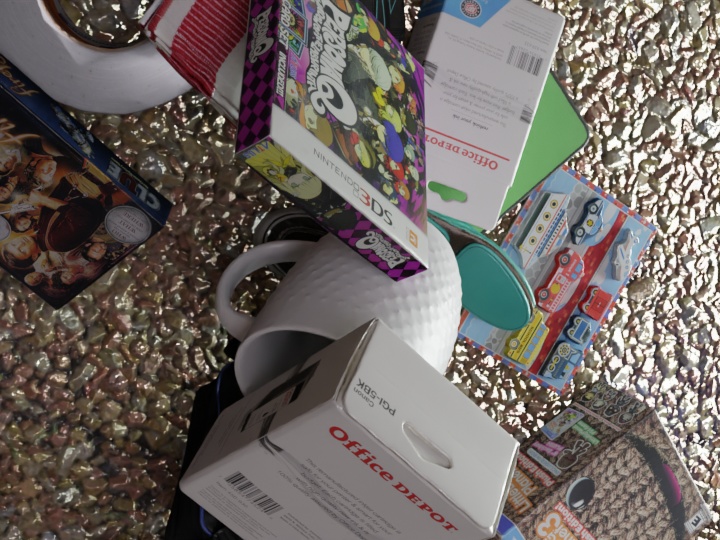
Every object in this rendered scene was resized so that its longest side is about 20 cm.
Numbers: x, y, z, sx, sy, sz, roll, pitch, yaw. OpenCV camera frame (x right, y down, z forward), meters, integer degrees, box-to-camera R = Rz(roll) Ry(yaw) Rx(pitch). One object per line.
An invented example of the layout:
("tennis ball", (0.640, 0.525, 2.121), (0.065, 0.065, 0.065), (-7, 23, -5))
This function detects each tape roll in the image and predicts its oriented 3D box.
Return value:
("tape roll", (-0.188, -0.222, 0.838), (0.200, 0.066, 0.201), (-2, 105, -6))

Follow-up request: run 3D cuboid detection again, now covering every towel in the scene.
("towel", (-0.062, -0.173, 0.840), (0.200, 0.023, 0.144), (44, 72, -43))

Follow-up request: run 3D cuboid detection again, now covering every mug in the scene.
("mug", (-0.019, 0.032, 0.878), (0.148, 0.200, 0.175), (90, 22, -44))

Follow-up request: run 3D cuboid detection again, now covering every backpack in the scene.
("backpack", (-0.063, 0.189, 0.945), (0.190, 0.154, 0.200), (21, 57, -20))

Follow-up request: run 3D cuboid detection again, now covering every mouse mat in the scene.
("mouse mat", (0.108, -0.125, 1.034), (0.200, 0.008, 0.161), (-40, 110, -6))

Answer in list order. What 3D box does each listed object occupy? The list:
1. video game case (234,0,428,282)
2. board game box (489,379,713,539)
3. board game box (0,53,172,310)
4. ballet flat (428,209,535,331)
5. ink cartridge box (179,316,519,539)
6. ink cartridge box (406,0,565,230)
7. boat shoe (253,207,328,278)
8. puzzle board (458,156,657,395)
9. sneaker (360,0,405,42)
("video game case", (-0.014, -0.118, 0.793), (0.036, 0.200, 0.181), (-21, 140, 30))
("board game box", (0.229, 0.242, 1.124), (0.200, 0.097, 0.160), (-38, 113, -10))
("board game box", (-0.265, -0.071, 0.850), (0.135, 0.035, 0.200), (-35, 117, 26))
("ballet flat", (0.083, -0.025, 1.002), (0.200, 0.070, 0.067), (37, 120, -14))
("ink cartridge box", (-0.010, 0.138, 0.779), (0.147, 0.200, 0.083), (42, 45, -15))
("ink cartridge box", (0.090, -0.147, 0.978), (0.116, 0.067, 0.200), (19, 90, -20))
("boat shoe", (0.000, 0.000, 0.993), (0.200, 0.064, 0.071), (23, 93, -24))
("puzzle board", (0.197, 0.009, 1.101), (0.151, 0.017, 0.200), (30, 90, -25))
("sneaker", (-0.002, -0.193, 0.942), (0.079, 0.075, 0.200), (12, 98, -26))
